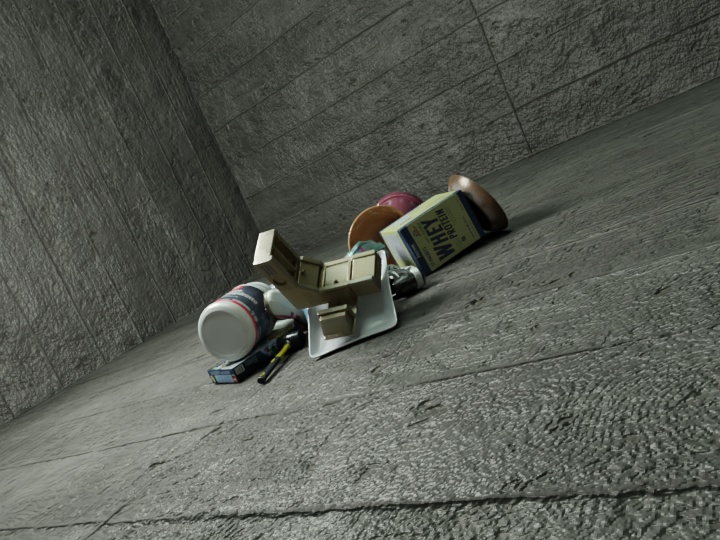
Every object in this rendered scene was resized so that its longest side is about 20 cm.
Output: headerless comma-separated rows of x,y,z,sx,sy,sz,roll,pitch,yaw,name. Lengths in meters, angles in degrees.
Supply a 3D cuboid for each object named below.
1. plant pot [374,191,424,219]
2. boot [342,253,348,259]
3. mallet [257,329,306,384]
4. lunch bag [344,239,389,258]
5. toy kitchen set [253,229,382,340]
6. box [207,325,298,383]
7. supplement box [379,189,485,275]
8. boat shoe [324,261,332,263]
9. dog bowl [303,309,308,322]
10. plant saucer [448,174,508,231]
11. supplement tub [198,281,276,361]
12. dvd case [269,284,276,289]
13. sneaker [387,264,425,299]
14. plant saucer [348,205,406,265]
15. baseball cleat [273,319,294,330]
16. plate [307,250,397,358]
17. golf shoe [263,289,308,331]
0.120,-0.122,1.768,0.198,0.202,0.179,-23,15,12,plant pot
-0.015,0.004,1.815,0.198,0.074,0.155,0,-37,-40,boot
-0.186,0.192,1.276,0.065,0.042,0.200,-20,14,28,mallet
0.000,0.000,1.465,0.162,0.076,0.200,-62,-9,12,lunch bag
-0.082,0.020,1.150,0.197,0.181,0.165,-14,51,23,toy kitchen set
-0.251,0.201,1.395,0.199,0.038,0.136,-32,11,-38,box
0.183,-0.099,1.547,0.199,0.135,0.200,-34,9,-9,supplement box
-0.137,0.048,1.602,0.198,0.076,0.074,-29,15,16,boat shoe
-0.040,0.076,1.329,0.198,0.050,0.111,-23,-36,17,dog bowl
0.299,-0.167,1.537,0.037,0.200,0.200,-46,11,-7,plant saucer
-0.281,0.115,1.388,0.139,0.142,0.200,-22,9,19,supplement tub
-0.181,0.055,1.719,0.198,0.025,0.150,-28,-32,23,dvd case
0.069,0.029,1.395,0.090,0.067,0.199,-25,9,-24,sneaker
0.061,-0.082,1.647,0.198,0.202,0.037,-26,7,-8,plant saucer
-0.154,0.091,1.541,0.199,0.107,0.070,-29,-19,-29,baseball cleat
-0.019,0.074,1.217,0.197,0.032,0.202,-23,46,16,plate
-0.152,0.084,1.406,0.091,0.074,0.199,-23,-29,25,golf shoe
